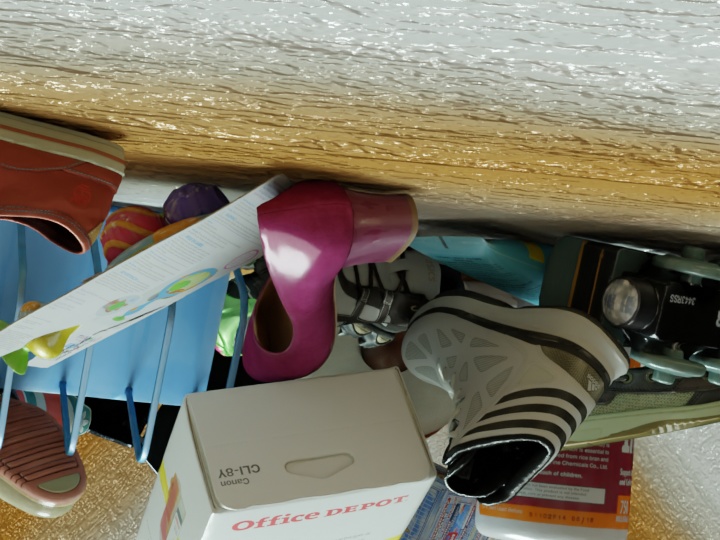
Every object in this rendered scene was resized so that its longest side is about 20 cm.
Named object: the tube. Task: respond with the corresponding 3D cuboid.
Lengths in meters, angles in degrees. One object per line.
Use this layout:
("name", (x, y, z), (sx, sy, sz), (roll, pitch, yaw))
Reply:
("tube", (0.119, 0.003, 1.091), (0.200, 0.051, 0.077), (16, 165, -41))

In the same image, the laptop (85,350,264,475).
("laptop", (-0.169, 0.096, 1.349), (0.200, 0.177, 0.103), (18, 138, 10))

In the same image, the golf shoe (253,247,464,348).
("golf shoe", (0.000, 0.000, 1.110), (0.094, 0.078, 0.200), (-17, 167, 25))

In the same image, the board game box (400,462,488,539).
("board game box", (0.010, 0.161, 1.257), (0.200, 0.062, 0.200), (24, 178, 5))

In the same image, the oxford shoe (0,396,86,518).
("oxford shoe", (-0.255, 0.124, 1.124), (0.071, 0.074, 0.200), (-7, -153, -45))

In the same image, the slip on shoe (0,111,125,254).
("slip on shoe", (-0.204, -0.047, 0.779), (0.200, 0.061, 0.074), (11, 175, -35))

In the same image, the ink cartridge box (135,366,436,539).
("ink cartridge box", (-0.052, 0.152, 1.060), (0.145, 0.084, 0.200), (-7, 148, -22))

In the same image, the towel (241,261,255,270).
("towel", (-0.185, -0.020, 1.264), (0.199, 0.023, 0.152), (8, 175, -23))

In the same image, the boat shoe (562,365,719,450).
("boat shoe", (0.217, 0.075, 1.139), (0.200, 0.066, 0.072), (-13, 175, 4))

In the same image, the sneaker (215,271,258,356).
("sneaker", (-0.054, 0.029, 1.319), (0.084, 0.077, 0.200), (-15, -177, 18))

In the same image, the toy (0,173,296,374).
("toy", (-0.124, -0.009, 0.953), (0.200, 0.047, 0.115), (-32, 167, 7))

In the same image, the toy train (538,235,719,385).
("toy train", (0.206, 0.023, 1.048), (0.200, 0.085, 0.114), (8, -173, -40))

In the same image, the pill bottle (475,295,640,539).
("pill bottle", (0.147, 0.099, 1.228), (0.113, 0.201, 0.113), (5, 175, 0))

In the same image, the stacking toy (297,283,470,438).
("stacking toy", (0.032, 0.091, 1.301), (0.146, 0.146, 0.200), (5, 155, 9))

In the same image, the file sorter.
("file sorter", (-0.181, 0.042, 1.081), (0.199, 0.139, 0.123), (7, -157, -16))

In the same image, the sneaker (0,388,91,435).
("sneaker", (-0.279, 0.083, 1.245), (0.093, 0.071, 0.200), (9, -169, -47))

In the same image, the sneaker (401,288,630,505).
("sneaker", (0.064, 0.078, 1.025), (0.076, 0.115, 0.200), (47, 157, -21))

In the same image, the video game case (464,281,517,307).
("video game case", (0.077, 0.039, 1.422), (0.200, 0.023, 0.182), (5, 166, -27))

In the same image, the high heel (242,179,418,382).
("high heel", (-0.052, 0.009, 0.957), (0.096, 0.068, 0.200), (0, 147, -30))
